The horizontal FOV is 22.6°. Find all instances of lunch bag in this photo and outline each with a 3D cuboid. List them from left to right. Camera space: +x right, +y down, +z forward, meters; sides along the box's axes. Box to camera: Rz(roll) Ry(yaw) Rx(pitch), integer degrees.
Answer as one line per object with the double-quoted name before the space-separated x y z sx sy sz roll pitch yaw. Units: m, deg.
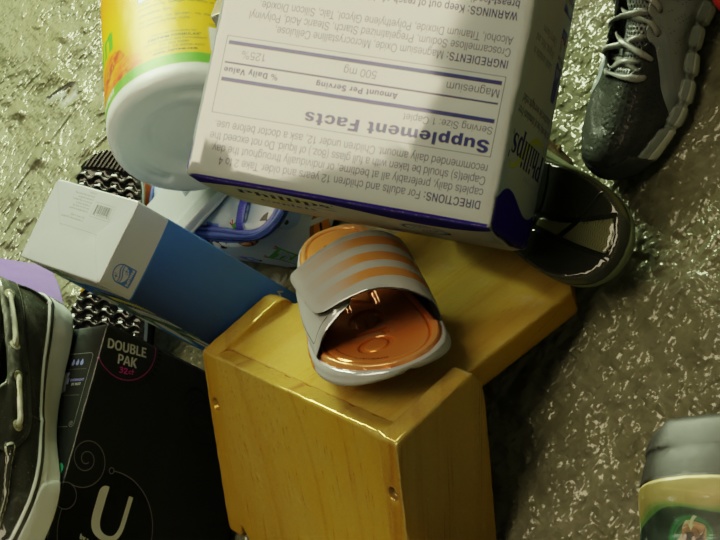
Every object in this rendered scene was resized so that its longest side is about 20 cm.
"lunch bag" -0.062 -0.104 1.305 0.160 0.075 0.201 5 72 46

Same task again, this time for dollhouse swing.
"dollhouse swing" 0.032 0.091 1.112 0.200 0.175 0.182 18 122 50

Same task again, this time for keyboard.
"keyboard" -0.115 -0.059 1.273 0.200 0.011 0.056 -46 40 13

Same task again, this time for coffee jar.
"coffee jar" 0.174 0.173 0.855 0.085 0.104 0.201 -9 60 40

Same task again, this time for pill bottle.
"pill bottle" -0.125 -0.162 1.255 0.111 0.111 0.201 -35 43 27

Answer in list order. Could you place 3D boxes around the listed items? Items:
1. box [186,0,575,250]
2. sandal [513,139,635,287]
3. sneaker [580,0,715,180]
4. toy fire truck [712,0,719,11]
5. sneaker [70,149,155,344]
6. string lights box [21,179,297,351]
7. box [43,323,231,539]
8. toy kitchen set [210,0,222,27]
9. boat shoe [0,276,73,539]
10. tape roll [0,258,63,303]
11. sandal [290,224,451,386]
"box" 0.019 -0.127 1.044 0.183 0.105 0.201 11 86 17
"sandal" 0.104 -0.048 1.107 0.080 0.057 0.201 -59 44 17
"sneaker" 0.158 -0.162 1.071 0.075 0.115 0.201 15 78 48
"toy fire truck" 0.255 -0.218 1.014 0.176 0.128 0.200 -50 28 12
"sneaker" -0.171 0.010 1.361 0.070 0.090 0.201 5 95 23
"string lights box" -0.109 0.014 1.178 0.103 0.200 0.059 16 78 51
"box" -0.176 0.157 1.200 0.124 0.148 0.201 -9 59 43
"toy kitchen set" -0.011 -0.242 1.176 0.180 0.163 0.200 -18 31 19
"boat shoe" -0.229 0.098 1.125 0.071 0.064 0.201 -24 51 32
"tape roll" -0.297 0.088 1.374 0.200 0.085 0.201 -31 54 57
"sandal" -0.008 0.003 1.072 0.079 0.059 0.207 -19 26 -6
